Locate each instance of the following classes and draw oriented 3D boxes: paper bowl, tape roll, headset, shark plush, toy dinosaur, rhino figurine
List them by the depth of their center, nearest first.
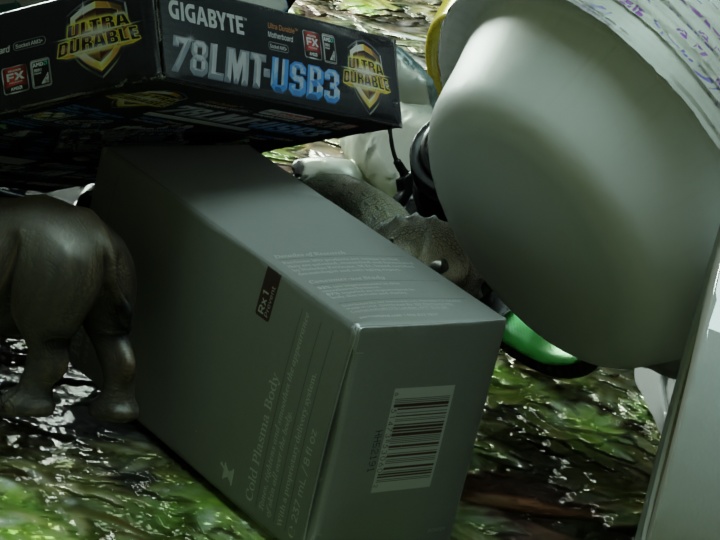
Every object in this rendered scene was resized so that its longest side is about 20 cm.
[{"bbox_3d":[0.144,0.075,1.087,0.071,0.203,0.203,14,19,5],"label":"tape roll"},{"bbox_3d":[0.107,-0.040,1.232,0.104,0.201,0.200,-36,44,-24],"label":"paper bowl"},{"bbox_3d":[-0.171,0.001,1.254,0.199,0.088,0.060,15,13,37],"label":"rhino figurine"},{"bbox_3d":[0.000,0.000,1.348,0.077,0.103,0.200,2,23,-28],"label":"toy dinosaur"},{"bbox_3d":[0.039,-0.024,1.391,0.094,0.124,0.200,-38,76,-26],"label":"headset"},{"bbox_3d":[0.060,-0.050,1.589,0.200,0.091,0.083,22,-9,37],"label":"shark plush"}]

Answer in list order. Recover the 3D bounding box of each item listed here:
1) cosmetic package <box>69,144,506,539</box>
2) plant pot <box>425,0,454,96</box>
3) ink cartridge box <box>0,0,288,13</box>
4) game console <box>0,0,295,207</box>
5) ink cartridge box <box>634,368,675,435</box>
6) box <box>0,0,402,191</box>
[{"bbox_3d":[-0.037,0.028,1.242,0.090,0.107,0.200,-3,23,-40],"label":"cosmetic package"},{"bbox_3d":[0.122,-0.126,1.694,0.142,0.201,0.200,-27,37,-24],"label":"plant pot"},{"bbox_3d":[-0.149,-0.136,1.496,0.200,0.067,0.116,-2,21,47],"label":"ink cartridge box"},{"bbox_3d":[-0.134,-0.102,1.526,0.175,0.117,0.200,14,19,4],"label":"game console"},{"bbox_3d":[0.243,0.054,1.379,0.199,0.085,0.145,8,19,-11],"label":"ink cartridge box"},{"bbox_3d":[-0.114,-0.076,1.291,0.198,0.050,0.200,-11,-8,30],"label":"box"}]
